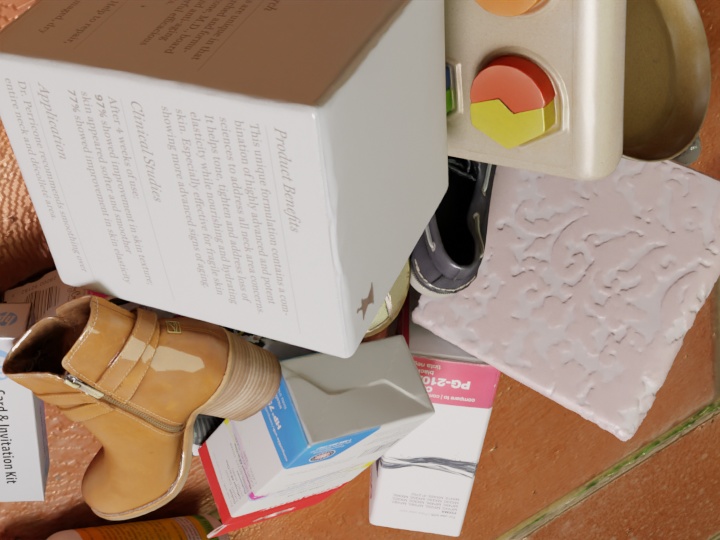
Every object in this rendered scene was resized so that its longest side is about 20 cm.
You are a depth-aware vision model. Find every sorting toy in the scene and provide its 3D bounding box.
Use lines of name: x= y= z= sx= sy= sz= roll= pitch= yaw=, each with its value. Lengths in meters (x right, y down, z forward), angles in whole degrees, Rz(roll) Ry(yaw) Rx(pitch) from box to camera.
sorting toy: x=0.063 y=-0.149 z=0.662 sx=0.036 sy=0.199 sz=0.186 roll=-47 pitch=140 yaw=-45

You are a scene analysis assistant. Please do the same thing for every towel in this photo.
towel: x=0.161 y=-0.005 z=0.792 sx=0.201 sy=0.190 sz=0.032 roll=-60 pitch=158 yaw=-7

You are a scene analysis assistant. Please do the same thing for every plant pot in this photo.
plant pot: x=0.183 y=-0.173 z=0.779 sx=0.199 sy=0.202 sz=0.027 roll=4 pitch=165 yaw=-34

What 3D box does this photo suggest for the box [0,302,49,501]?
box: x=-0.316 y=0.092 z=0.708 sx=0.198 sy=0.041 sz=0.157 roll=0 pitch=127 yaw=-10

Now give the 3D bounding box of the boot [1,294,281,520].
boot: x=-0.168 y=0.089 z=0.701 sx=0.154 sy=0.074 sz=0.200 roll=24 pitch=123 yaw=-42

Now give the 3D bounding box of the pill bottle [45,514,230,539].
pill bottle: x=-0.215 y=0.276 z=0.916 sx=0.199 sy=0.111 sz=0.112 roll=1 pitch=124 yaw=-33

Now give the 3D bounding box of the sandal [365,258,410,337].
sandal: x=-0.024 y=-0.051 z=0.759 sx=0.080 sy=0.054 sz=0.201 roll=-27 pitch=94 yaw=10

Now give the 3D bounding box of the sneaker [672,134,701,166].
sneaker: x=0.198 y=-0.041 z=0.881 sx=0.199 sy=0.075 sz=0.115 roll=-36 pitch=141 yaw=9

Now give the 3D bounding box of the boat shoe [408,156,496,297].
boat shoe: x=0.074 y=-0.082 z=0.764 sx=0.072 sy=0.202 sz=0.063 roll=11 pitch=166 yaw=-12

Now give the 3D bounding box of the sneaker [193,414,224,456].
sneaker: x=-0.093 y=0.099 z=0.883 sx=0.199 sy=0.066 sz=0.091 roll=3 pitch=119 yaw=-41

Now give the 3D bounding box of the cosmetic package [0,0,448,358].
cosmetic package: x=-0.069 y=-0.082 z=0.611 sx=0.168 sy=0.199 sz=0.167 roll=85 pitch=27 yaw=-42

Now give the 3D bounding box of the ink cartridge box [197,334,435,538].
ink cartridge box: x=-0.046 y=0.131 z=0.812 sx=0.116 sy=0.068 sz=0.200 roll=-9 pitch=155 yaw=-36

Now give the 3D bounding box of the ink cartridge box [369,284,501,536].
ink cartridge box: x=0.060 y=0.105 z=0.914 sx=0.084 sy=0.145 sz=0.201 roll=7 pitch=126 yaw=-2

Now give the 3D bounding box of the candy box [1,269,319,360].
candy box: x=-0.136 y=0.039 z=0.762 sx=0.199 sy=0.061 sz=0.137 roll=-22 pitch=138 yaw=14
